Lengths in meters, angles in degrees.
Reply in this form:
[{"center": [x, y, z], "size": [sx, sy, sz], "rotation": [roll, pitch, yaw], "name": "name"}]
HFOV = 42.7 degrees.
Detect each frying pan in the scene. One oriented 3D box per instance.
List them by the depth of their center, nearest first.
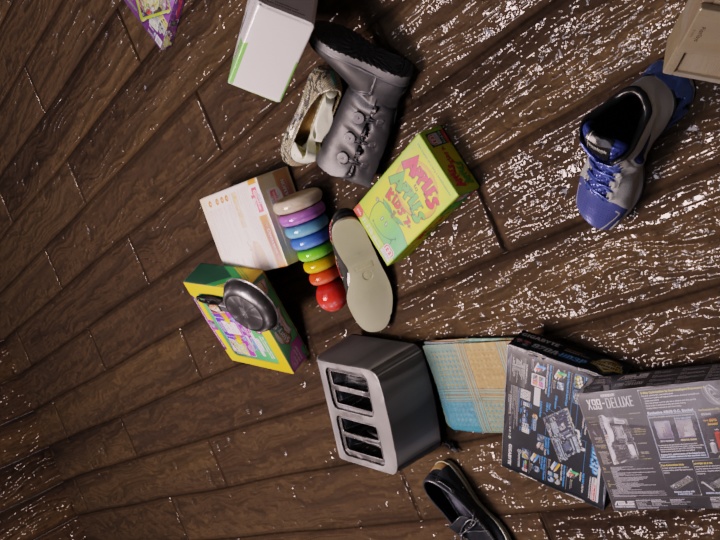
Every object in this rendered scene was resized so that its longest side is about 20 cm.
[{"center": [-0.220, 0.050, 1.564], "size": [0.187, 0.031, 0.116], "rotation": [20, 140, 21], "name": "frying pan"}]

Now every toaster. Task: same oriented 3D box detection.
[{"center": [0.034, 0.209, 1.456], "size": [0.198, 0.118, 0.184], "rotation": [5, 112, 49], "name": "toaster"}]

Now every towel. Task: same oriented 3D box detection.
[{"center": [0.184, 0.167, 1.337], "size": [0.198, 0.022, 0.149], "rotation": [-8, 103, 49], "name": "towel"}]

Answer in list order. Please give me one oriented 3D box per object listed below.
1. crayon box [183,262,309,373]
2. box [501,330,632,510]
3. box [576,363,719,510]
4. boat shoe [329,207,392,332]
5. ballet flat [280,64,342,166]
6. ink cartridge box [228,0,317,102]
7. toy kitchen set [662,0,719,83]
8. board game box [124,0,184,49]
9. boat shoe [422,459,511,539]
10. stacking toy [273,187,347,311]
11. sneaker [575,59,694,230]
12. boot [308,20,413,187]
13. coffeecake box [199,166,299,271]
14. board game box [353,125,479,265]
[{"center": [-0.205, 0.085, 1.665], "size": [0.170, 0.058, 0.202], "rotation": [6, 134, 40], "name": "crayon box"}, {"center": [0.266, 0.196, 1.213], "size": [0.157, 0.046, 0.203], "rotation": [17, 121, 34], "name": "box"}, {"center": [0.367, 0.196, 1.066], "size": [0.198, 0.050, 0.160], "rotation": [-14, 101, 40], "name": "box"}, {"center": [0.003, -0.001, 1.440], "size": [0.063, 0.072, 0.204], "rotation": [-100, -8, -66], "name": "boat shoe"}, {"center": [-0.074, -0.216, 1.408], "size": [0.201, 0.067, 0.076], "rotation": [116, 144, -42], "name": "ballet flat"}, {"center": [-0.114, -0.363, 1.285], "size": [0.146, 0.083, 0.202], "rotation": [123, 158, -47], "name": "ink cartridge box"}, {"center": [0.391, -0.287, 0.836], "size": [0.160, 0.184, 0.200], "rotation": [12, 164, 6], "name": "toy kitchen set"}, {"center": [-0.393, -0.517, 1.678], "size": [0.201, 0.032, 0.121], "rotation": [53, 144, 17], "name": "board game box"}, {"center": [0.167, 0.391, 1.435], "size": [0.201, 0.062, 0.075], "rotation": [53, 138, 15], "name": "boat shoe"}, {"center": [-0.073, -0.028, 1.502], "size": [0.085, 0.085, 0.203], "rotation": [-4, 109, 50], "name": "stacking toy"}, {"center": [0.272, -0.132, 1.004], "size": [0.081, 0.114, 0.201], "rotation": [45, 137, 27], "name": "sneaker"}, {"center": [-0.025, -0.233, 1.319], "size": [0.163, 0.066, 0.202], "rotation": [30, 135, 8], "name": "boot"}, {"center": [-0.180, -0.079, 1.604], "size": [0.199, 0.072, 0.156], "rotation": [-11, 101, 52], "name": "coffeecake box"}, {"center": [0.074, -0.102, 1.309], "size": [0.103, 0.047, 0.200], "rotation": [58, 142, 12], "name": "board game box"}]
